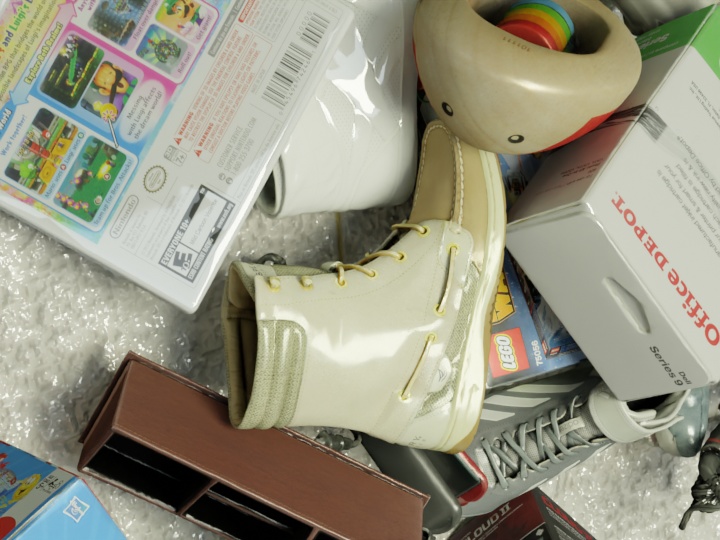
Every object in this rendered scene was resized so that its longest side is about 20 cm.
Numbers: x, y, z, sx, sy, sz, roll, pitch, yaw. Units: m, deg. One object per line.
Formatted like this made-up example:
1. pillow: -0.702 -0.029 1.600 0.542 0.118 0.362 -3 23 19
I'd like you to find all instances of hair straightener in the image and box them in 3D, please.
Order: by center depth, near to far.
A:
1. hair straightener: -0.005 0.077 1.274 0.200 0.041 0.077 54 41 -7
2. hair straightener: 0.250 0.132 1.428 0.200 0.041 0.077 -43 148 -66

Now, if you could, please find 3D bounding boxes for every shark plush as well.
1. shark plush: 0.231 0.026 1.435 0.091 0.083 0.201 33 79 -31

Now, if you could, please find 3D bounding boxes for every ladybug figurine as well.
1. ladybug figurine: 0.094 -0.121 1.246 0.200 0.135 0.072 -45 158 -62

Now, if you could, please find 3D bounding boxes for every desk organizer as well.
1. desk organizer: -0.064 0.134 1.215 0.199 0.077 0.072 27 116 -11

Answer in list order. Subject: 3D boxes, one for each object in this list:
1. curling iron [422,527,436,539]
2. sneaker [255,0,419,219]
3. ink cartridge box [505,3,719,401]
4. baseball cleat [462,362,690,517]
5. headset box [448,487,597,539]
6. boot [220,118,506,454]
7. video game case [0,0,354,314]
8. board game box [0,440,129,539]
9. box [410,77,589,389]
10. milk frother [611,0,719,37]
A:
1. curling iron: 0.057 0.213 1.328 0.025 0.050 0.200 -34 143 -15
2. sneaker: -0.027 -0.129 1.257 0.115 0.074 0.201 -12 104 -34
3. ink cartridge box: 0.190 -0.041 1.296 0.146 0.084 0.200 52 52 -17
4. baseball cleat: 0.121 0.097 1.338 0.199 0.106 0.070 -28 92 -14
5. headset box: 0.142 0.236 1.357 0.075 0.200 0.149 -41 119 12
6. boot: 0.000 0.000 1.229 0.154 0.072 0.201 7 84 -21
7. video game case: -0.126 -0.106 1.192 0.181 0.024 0.201 30 80 -10
8. board game box: -0.158 0.181 1.144 0.056 0.195 0.200 -43 117 -21
9. box: 0.105 -0.036 1.332 0.136 0.040 0.201 -13 87 -23
10. milk frother: 0.200 -0.263 1.301 0.181 0.200 0.188 -49 119 -6
